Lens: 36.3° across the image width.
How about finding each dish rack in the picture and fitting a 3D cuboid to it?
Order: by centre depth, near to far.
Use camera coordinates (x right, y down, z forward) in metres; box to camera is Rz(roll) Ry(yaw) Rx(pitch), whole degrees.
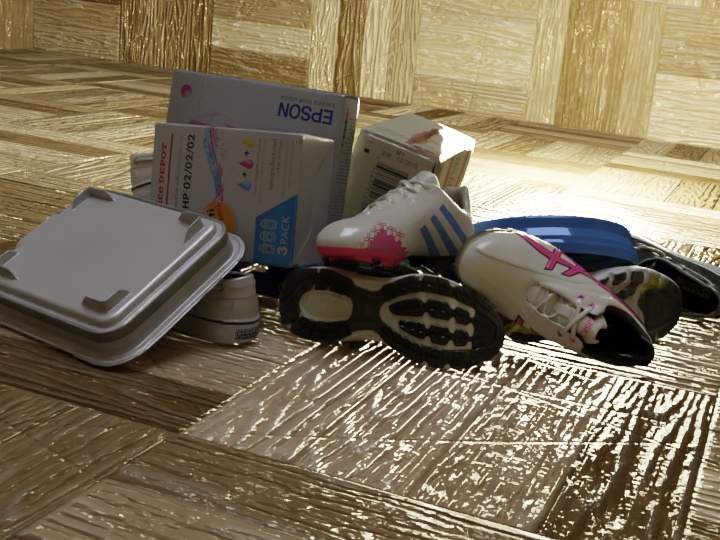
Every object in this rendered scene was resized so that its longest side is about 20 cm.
[{"bbox_3d":[-0.214,-0.009,0.915,0.197,0.044,0.172,15,46,35],"label":"dish rack"}]

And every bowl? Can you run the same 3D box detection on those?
[{"bbox_3d":[0.178,-0.017,1.099,0.196,0.040,0.201,0,-10,0],"label":"bowl"}]

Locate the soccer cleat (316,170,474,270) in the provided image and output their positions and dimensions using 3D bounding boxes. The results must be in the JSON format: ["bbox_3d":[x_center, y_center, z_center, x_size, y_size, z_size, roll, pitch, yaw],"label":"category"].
[{"bbox_3d":[0.032,-0.045,0.960,0.069,0.088,0.198,5,3,38],"label":"soccer cleat"}]

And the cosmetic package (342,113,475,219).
[{"bbox_3d":[0.048,-0.094,1.126,0.086,0.105,0.200,22,18,10],"label":"cosmetic package"}]

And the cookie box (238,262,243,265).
[{"bbox_3d":[-0.131,-0.104,1.255,0.170,0.076,0.199,-36,31,-18],"label":"cookie box"}]

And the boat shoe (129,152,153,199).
[{"bbox_3d":[-0.157,-0.130,1.138,0.199,0.088,0.074,-13,-2,28],"label":"boat shoe"}]

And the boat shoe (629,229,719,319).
[{"bbox_3d":[0.305,0.002,1.180,0.197,0.072,0.063,18,17,34],"label":"boat shoe"}]

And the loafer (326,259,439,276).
[{"bbox_3d":[0.000,0.000,1.068,0.198,0.073,0.062,27,24,31],"label":"loafer"}]

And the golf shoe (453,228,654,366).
[{"bbox_3d":[0.171,0.024,0.936,0.197,0.074,0.092,24,7,-24],"label":"golf shoe"}]

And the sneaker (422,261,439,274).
[{"bbox_3d":[0.021,-0.023,1.159,0.197,0.071,0.089,-2,13,-37],"label":"sneaker"}]

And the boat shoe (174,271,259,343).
[{"bbox_3d":[-0.165,0.008,0.970,0.197,0.067,0.073,14,17,30],"label":"boat shoe"}]

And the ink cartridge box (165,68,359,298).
[{"bbox_3d":[-0.107,-0.080,1.052,0.193,0.204,0.043,11,5,24],"label":"ink cartridge box"}]

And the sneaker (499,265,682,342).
[{"bbox_3d":[0.211,0.023,1.049,0.196,0.076,0.085,3,14,-14],"label":"sneaker"}]

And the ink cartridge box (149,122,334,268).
[{"bbox_3d":[-0.128,-0.071,1.002,0.196,0.118,0.068,7,5,26],"label":"ink cartridge box"}]

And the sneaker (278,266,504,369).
[{"bbox_3d":[0.032,0.033,0.959,0.196,0.079,0.088,12,7,14],"label":"sneaker"}]
